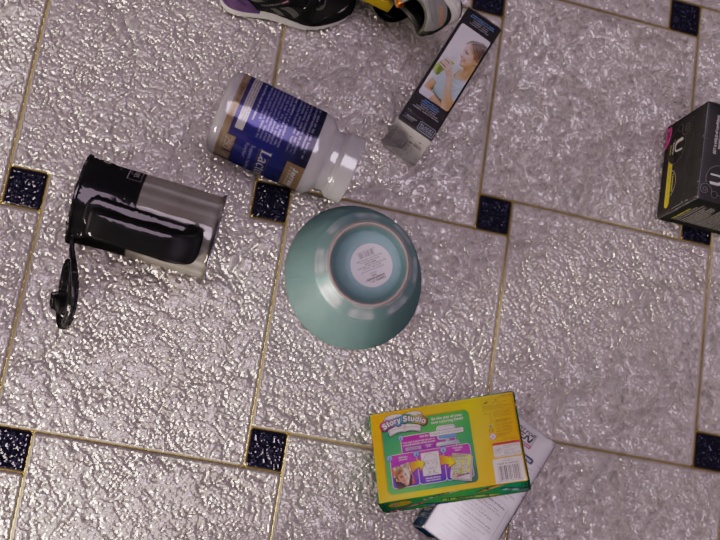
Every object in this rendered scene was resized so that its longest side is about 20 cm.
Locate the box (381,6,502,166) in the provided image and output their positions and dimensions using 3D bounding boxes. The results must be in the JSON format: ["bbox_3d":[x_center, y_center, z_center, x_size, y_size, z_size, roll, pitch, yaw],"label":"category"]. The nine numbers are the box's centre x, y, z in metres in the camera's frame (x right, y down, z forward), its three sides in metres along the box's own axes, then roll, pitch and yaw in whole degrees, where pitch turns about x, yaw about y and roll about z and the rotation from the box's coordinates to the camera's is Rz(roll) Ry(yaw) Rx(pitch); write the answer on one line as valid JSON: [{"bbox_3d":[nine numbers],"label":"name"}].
[{"bbox_3d":[0.114,-0.259,1.410,0.060,0.117,0.202,33,76,-2],"label":"box"}]

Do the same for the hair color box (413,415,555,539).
[{"bbox_3d":[0.168,0.290,1.350,0.099,0.061,0.201,36,75,-2],"label":"hair color box"}]

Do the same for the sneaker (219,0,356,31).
[{"bbox_3d":[-0.098,-0.391,1.400,0.196,0.088,0.077,0,80,-13],"label":"sneaker"}]

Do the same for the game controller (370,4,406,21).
[{"bbox_3d":[0.019,-0.455,1.446,0.104,0.042,0.201,-35,88,-36],"label":"game controller"}]

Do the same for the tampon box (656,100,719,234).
[{"bbox_3d":[0.564,-0.138,1.480,0.197,0.126,0.152,14,77,-9],"label":"tampon box"}]

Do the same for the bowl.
[{"bbox_3d":[0.000,0.000,1.344,0.197,0.105,0.205,2,79,-11],"label":"bowl"}]

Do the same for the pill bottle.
[{"bbox_3d":[-0.099,-0.176,1.347,0.197,0.116,0.117,24,76,-7],"label":"pill bottle"}]

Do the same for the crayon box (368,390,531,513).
[{"bbox_3d":[0.115,0.237,1.301,0.196,0.058,0.121,-10,62,7],"label":"crayon box"}]

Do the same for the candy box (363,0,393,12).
[{"bbox_3d":[-0.033,-0.447,1.385,0.197,0.026,0.104,21,69,-16],"label":"candy box"}]

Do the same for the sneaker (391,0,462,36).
[{"bbox_3d":[0.058,-0.413,1.361,0.079,0.074,0.201,-39,96,-22],"label":"sneaker"}]

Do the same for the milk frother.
[{"bbox_3d":[-0.289,-0.016,1.282,0.185,0.181,0.202,16,120,-8],"label":"milk frother"}]
